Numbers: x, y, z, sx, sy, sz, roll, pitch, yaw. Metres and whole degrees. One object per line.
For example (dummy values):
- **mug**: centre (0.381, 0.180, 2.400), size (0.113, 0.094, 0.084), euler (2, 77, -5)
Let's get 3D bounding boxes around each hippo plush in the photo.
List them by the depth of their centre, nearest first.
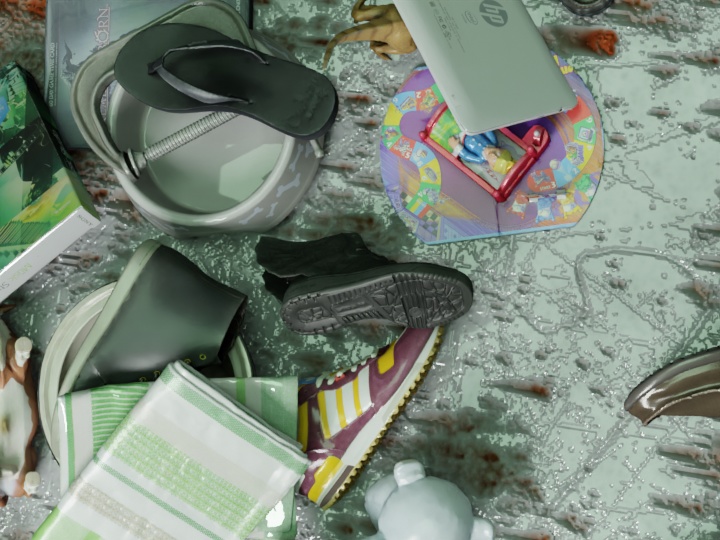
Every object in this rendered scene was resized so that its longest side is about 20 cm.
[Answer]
- **hippo plush**: centre (0.010, 0.228, 1.310), size (0.158, 0.200, 0.162), euler (32, 84, -9)

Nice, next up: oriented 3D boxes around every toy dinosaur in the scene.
- **toy dinosaur**: centre (0.027, -0.207, 1.365), size (0.198, 0.106, 0.061), euler (-10, 101, -29)

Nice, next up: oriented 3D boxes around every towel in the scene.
- **towel**: centre (-0.156, 0.184, 1.319), size (0.149, 0.031, 0.200), euler (37, 103, -17)
- **towel**: centre (-0.151, 0.162, 1.333), size (0.198, 0.023, 0.154), euler (-1, 111, -7)

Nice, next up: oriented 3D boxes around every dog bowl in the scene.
- **dog bowl**: centre (-0.179, 0.108, 1.412), size (0.198, 0.074, 0.203), euler (-1, 84, 13)
- **dog bowl**: centre (-0.134, -0.124, 1.413), size (0.198, 0.059, 0.203), euler (-1, 85, 12)

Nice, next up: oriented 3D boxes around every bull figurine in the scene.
- **bull figurine**: centre (-0.322, 0.111, 1.431), size (0.064, 0.121, 0.202), euler (-8, 90, -16)

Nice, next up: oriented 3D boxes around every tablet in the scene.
- **tablet**: centre (0.095, -0.212, 1.362), size (0.129, 0.014, 0.201), euler (-16, 72, -33)

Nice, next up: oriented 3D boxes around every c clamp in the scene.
- **c clamp**: centre (-0.150, -0.142, 1.374), size (0.198, 0.027, 0.173), euler (-21, 81, 9)

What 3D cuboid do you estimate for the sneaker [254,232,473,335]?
- **sneaker**: centre (0.001, 0.003, 1.370), size (0.197, 0.105, 0.060), euler (-7, 123, 13)

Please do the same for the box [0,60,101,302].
- **box**: centre (-0.327, -0.076, 1.441), size (0.144, 0.036, 0.201), euler (-38, 56, 9)

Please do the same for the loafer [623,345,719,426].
- **loafer**: centre (0.313, 0.092, 1.304), size (0.198, 0.073, 0.072), euler (-20, 80, 10)

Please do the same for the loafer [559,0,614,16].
- **loafer**: centre (0.167, -0.316, 1.374), size (0.072, 0.072, 0.202), euler (-22, 81, 9)

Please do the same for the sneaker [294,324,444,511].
- **sneaker**: centre (-0.007, 0.103, 1.374), size (0.090, 0.075, 0.201), euler (34, 92, 8)

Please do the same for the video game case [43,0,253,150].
- **video game case**: centre (-0.196, -0.184, 1.470), size (0.198, 0.019, 0.145), euler (-1, 85, 11)

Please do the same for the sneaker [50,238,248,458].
- **sneaker**: centre (-0.178, 0.085, 1.339), size (0.105, 0.075, 0.202), euler (27, 94, 8)

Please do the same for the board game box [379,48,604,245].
- **board game box**: centre (0.110, -0.110, 1.384), size (0.198, 0.039, 0.160), euler (-7, 84, 11)

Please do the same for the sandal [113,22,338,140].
- **sandal**: centre (-0.114, -0.164, 1.338), size (0.198, 0.043, 0.077), euler (13, 82, 14)
